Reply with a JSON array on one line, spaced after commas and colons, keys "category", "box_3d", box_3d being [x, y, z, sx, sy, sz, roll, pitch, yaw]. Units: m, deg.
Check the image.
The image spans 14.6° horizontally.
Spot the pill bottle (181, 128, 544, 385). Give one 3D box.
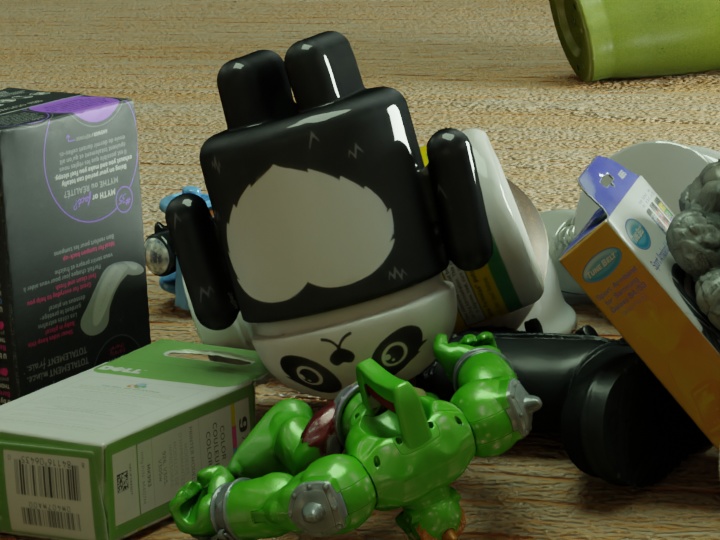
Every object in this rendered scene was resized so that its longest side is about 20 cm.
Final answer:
[{"category": "pill bottle", "box_3d": [0.000, 0.000, 1.681, 0.199, 0.113, 0.113, -21, 11, 6]}]

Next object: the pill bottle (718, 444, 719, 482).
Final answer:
[{"category": "pill bottle", "box_3d": [0.278, 0.094, 1.337, 0.199, 0.112, 0.111, 4, 15, 30]}]

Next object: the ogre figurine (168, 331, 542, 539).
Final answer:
[{"category": "ogre figurine", "box_3d": [0.008, 0.091, 1.454, 0.199, 0.099, 0.120, -5, 7, -24]}]

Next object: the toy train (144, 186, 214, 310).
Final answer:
[{"category": "toy train", "box_3d": [-0.060, -0.024, 2.016, 0.114, 0.087, 0.199, 17, 23, 42]}]

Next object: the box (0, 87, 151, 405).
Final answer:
[{"category": "box", "box_3d": [-0.203, 0.001, 1.667, 0.106, 0.201, 0.122, 6, 16, 37]}]

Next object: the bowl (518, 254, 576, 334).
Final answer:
[{"category": "bowl", "box_3d": [0.044, -0.003, 1.878, 0.200, 0.091, 0.201, -3, 13, 1]}]

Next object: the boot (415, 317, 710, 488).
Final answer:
[{"category": "boot", "box_3d": [0.108, 0.070, 1.581, 0.162, 0.074, 0.198, 6, 8, 28]}]

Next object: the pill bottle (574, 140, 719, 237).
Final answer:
[{"category": "pill bottle", "box_3d": [0.202, -0.011, 1.674, 0.114, 0.115, 0.200, 2, -9, 22]}]

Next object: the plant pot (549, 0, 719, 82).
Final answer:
[{"category": "plant pot", "box_3d": [0.299, -0.280, 2.874, 0.192, 0.202, 0.200, -17, 15, -7]}]

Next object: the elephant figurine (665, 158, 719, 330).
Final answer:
[{"category": "elephant figurine", "box_3d": [0.273, -0.034, 1.469, 0.200, 0.142, 0.155, -38, 4, 19]}]

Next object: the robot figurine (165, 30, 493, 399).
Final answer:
[{"category": "robot figurine", "box_3d": [-0.019, -0.028, 1.558, 0.124, 0.201, 0.150, -19, 7, -33]}]

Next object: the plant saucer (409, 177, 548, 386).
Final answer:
[{"category": "plant saucer", "box_3d": [0.019, -0.007, 1.782, 0.199, 0.032, 0.201, -11, 46, 11]}]

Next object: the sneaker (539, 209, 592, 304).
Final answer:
[{"category": "sneaker", "box_3d": [0.168, -0.018, 1.907, 0.199, 0.071, 0.073, 11, 59, 46]}]

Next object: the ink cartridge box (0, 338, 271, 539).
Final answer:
[{"category": "ink cartridge box", "box_3d": [-0.125, 0.093, 1.562, 0.103, 0.060, 0.200, 5, 15, 30]}]

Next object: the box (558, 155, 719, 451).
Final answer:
[{"category": "box", "box_3d": [0.178, 0.029, 1.511, 0.041, 0.200, 0.119, -42, 0, 19]}]
